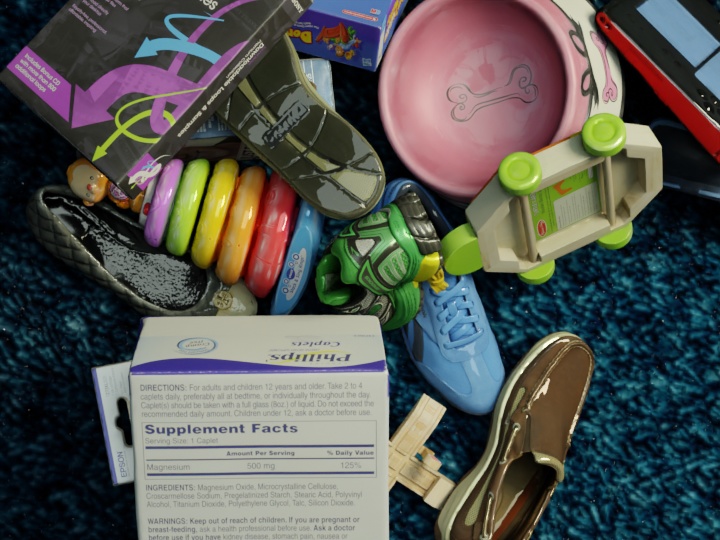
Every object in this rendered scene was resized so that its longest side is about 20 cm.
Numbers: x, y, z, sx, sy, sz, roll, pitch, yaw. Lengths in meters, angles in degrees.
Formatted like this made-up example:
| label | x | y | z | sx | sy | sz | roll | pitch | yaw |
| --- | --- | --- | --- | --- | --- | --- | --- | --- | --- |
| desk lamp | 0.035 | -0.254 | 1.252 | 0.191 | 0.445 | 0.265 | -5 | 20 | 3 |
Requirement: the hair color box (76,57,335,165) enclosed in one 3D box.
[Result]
| label | x | y | z | sx | sy | sz | roll | pitch | yaw |
| --- | --- | --- | --- | --- | --- | --- | --- | --- | --- |
| hair color box | -0.125 | -0.121 | 1.390 | 0.199 | 0.100 | 0.061 | -5 | 82 | -8 |

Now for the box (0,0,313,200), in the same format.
| label | x | y | z | sx | sy | sz | roll | pitch | yaw |
| --- | --- | --- | --- | --- | --- | --- | --- | --- | --- |
| box | -0.152 | -0.171 | 1.303 | 0.143 | 0.036 | 0.200 | 40 | 84 | 24 |

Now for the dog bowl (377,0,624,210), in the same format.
| label | x | y | z | sx | sy | sz | roll | pitch | yaw |
| --- | --- | --- | --- | --- | --- | --- | --- | --- | --- |
| dog bowl | 0.102 | -0.140 | 1.388 | 0.200 | 0.074 | 0.201 | 2 | 94 | 25 |

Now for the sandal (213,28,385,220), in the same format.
| label | x | y | z | sx | sy | sz | roll | pitch | yaw |
| --- | --- | --- | --- | --- | --- | --- | --- | --- | --- |
| sandal | -0.058 | -0.116 | 1.317 | 0.080 | 0.057 | 0.201 | -37 | 80 | 2 |

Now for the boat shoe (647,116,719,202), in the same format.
| label | x | y | z | sx | sy | sz | roll | pitch | yaw |
| --- | --- | --- | --- | --- | --- | --- | --- | --- | --- |
| boat shoe | 0.324 | -0.062 | 1.463 | 0.200 | 0.084 | 0.069 | 26 | 101 | 16 |

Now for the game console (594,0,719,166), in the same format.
| label | x | y | z | sx | sy | sz | roll | pitch | yaw |
| --- | --- | --- | --- | --- | --- | --- | --- | --- | --- |
| game console | 0.280 | -0.165 | 1.427 | 0.177 | 0.200 | 0.031 | 50 | 121 | 2 |

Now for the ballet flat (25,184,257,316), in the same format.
| label | x | y | z | sx | sy | sz | roll | pitch | yaw |
| --- | --- | --- | --- | --- | --- | --- | --- | --- | --- |
| ballet flat | -0.173 | -0.005 | 1.385 | 0.200 | 0.057 | 0.067 | 26 | 78 | -3 |

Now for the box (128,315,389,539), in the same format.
| label | x | y | z | sx | sy | sz | roll | pitch | yaw |
| --- | --- | --- | --- | --- | --- | --- | --- | --- | --- |
| box | -0.071 | 0.141 | 1.294 | 0.183 | 0.105 | 0.201 | 0 | 112 | -1 |

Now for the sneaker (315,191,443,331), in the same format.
| label | x | y | z | sx | sy | sz | roll | pitch | yaw |
| --- | --- | --- | --- | --- | --- | --- | --- | --- | --- |
| sneaker | 0.000 | 0.000 | 1.336 | 0.085 | 0.200 | 0.078 | -19 | 74 | -13 |

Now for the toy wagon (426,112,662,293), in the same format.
| label | x | y | z | sx | sy | sz | roll | pitch | yaw |
| --- | --- | --- | --- | --- | --- | --- | --- | --- | --- |
| toy wagon | 0.135 | -0.045 | 1.344 | 0.200 | 0.155 | 0.040 | -24 | 61 | -3 |

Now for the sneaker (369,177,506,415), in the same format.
| label | x | y | z | sx | sy | sz | roll | pitch | yaw |
| --- | --- | --- | --- | --- | --- | --- | --- | --- | --- |
| sneaker | 0.063 | 0.021 | 1.404 | 0.066 | 0.078 | 0.201 | -22 | 85 | -13 |

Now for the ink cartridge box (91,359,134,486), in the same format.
| label | x | y | z | sx | sy | sz | roll | pitch | yaw |
| --- | --- | --- | --- | --- | --- | --- | --- | --- | --- |
| ink cartridge box | -0.105 | 0.104 | 1.387 | 0.199 | 0.037 | 0.095 | -10 | 83 | -12 |

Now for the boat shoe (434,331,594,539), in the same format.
| label | x | y | z | sx | sy | sz | roll | pitch | yaw |
| --- | --- | --- | --- | --- | --- | --- | --- | --- | --- |
| boat shoe | 0.138 | 0.145 | 1.385 | 0.075 | 0.075 | 0.203 | 31 | 81 | -30 |

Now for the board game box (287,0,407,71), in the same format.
| label | x | y | z | sx | sy | sz | roll | pitch | yaw |
| --- | --- | --- | --- | --- | --- | --- | --- | --- | --- |
| board game box | -0.062 | -0.239 | 1.396 | 0.199 | 0.045 | 0.135 | 16 | 47 | 8 |

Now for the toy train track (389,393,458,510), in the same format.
| label | x | y | z | sx | sy | sz | roll | pitch | yaw |
| --- | --- | --- | --- | --- | --- | --- | --- | --- | --- |
| toy train track | -0.005 | 0.130 | 1.365 | 0.200 | 0.033 | 0.115 | 34 | 95 | -18 |

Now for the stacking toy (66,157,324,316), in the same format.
| label | x | y | z | sx | sy | sz | roll | pitch | yaw |
| --- | --- | --- | --- | --- | --- | --- | --- | --- | --- |
| stacking toy | -0.128 | -0.049 | 1.354 | 0.199 | 0.110 | 0.116 | 16 | 121 | -5 |
